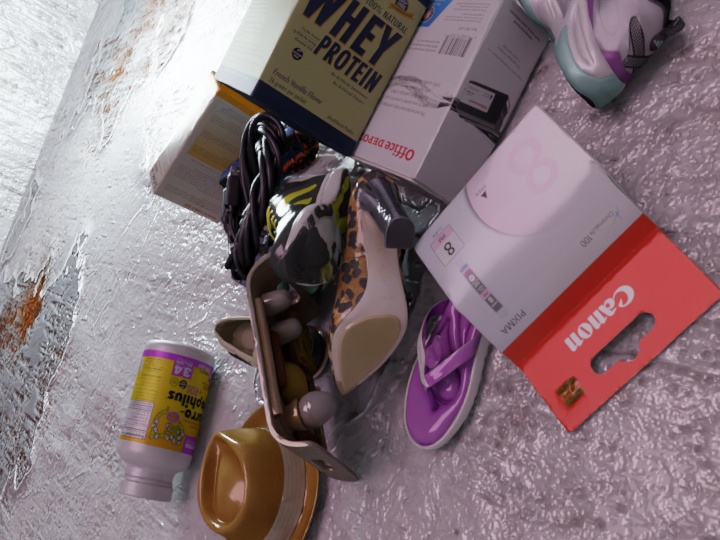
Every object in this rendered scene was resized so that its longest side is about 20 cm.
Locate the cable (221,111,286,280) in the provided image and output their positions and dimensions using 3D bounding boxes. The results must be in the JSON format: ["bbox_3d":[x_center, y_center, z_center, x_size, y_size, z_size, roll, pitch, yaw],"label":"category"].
[{"bbox_3d":[-0.124,-0.084,0.841,0.163,0.050,0.205,-48,35,49],"label":"cable"}]

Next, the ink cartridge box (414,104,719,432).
[{"bbox_3d":[0.152,-0.005,0.569,0.163,0.056,0.202,-48,52,21],"label":"ink cartridge box"}]

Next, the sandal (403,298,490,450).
[{"bbox_3d":[0.082,0.062,0.663,0.082,0.049,0.207,18,83,53],"label":"sandal"}]

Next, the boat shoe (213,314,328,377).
[{"bbox_3d":[-0.113,0.090,0.883,0.197,0.062,0.073,7,73,51],"label":"boat shoe"}]

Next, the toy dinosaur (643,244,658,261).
[{"bbox_3d":[0.169,-0.054,0.632,0.196,0.060,0.110,-2,79,38],"label":"toy dinosaur"}]

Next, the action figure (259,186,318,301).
[{"bbox_3d":[-0.090,-0.043,0.888,0.119,0.054,0.202,-51,35,23],"label":"action figure"}]

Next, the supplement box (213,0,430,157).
[{"bbox_3d":[-0.051,-0.269,0.824,0.203,0.132,0.200,-61,30,6],"label":"supplement box"}]

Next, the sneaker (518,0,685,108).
[{"bbox_3d":[0.226,-0.260,0.650,0.139,0.077,0.204,-39,53,29],"label":"sneaker"}]

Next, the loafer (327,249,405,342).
[{"bbox_3d":[0.000,0.000,0.766,0.069,0.073,0.206,1,70,27],"label":"loafer"}]

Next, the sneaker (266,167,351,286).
[{"bbox_3d":[-0.061,-0.040,0.724,0.082,0.076,0.201,-6,24,16],"label":"sneaker"}]

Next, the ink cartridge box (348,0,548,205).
[{"bbox_3d":[0.087,-0.184,0.764,0.144,0.083,0.204,32,95,55],"label":"ink cartridge box"}]

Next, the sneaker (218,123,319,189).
[{"bbox_3d":[-0.132,-0.167,1.053,0.197,0.075,0.080,-25,43,32],"label":"sneaker"}]

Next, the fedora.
[{"bbox_3d":[-0.127,0.239,0.800,0.198,0.081,0.206,-29,49,39],"label":"fedora"}]

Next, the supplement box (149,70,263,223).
[{"bbox_3d":[-0.232,-0.192,1.134,0.201,0.124,0.074,-51,40,18],"label":"supplement box"}]

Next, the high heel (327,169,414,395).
[{"bbox_3d":[0.002,0.008,0.711,0.143,0.069,0.205,-113,37,-60],"label":"high heel"}]

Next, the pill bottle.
[{"bbox_3d":[-0.271,0.207,0.981,0.103,0.103,0.206,-9,64,48],"label":"pill bottle"}]

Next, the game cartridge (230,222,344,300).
[{"bbox_3d":[-0.103,-0.023,0.958,0.198,0.038,0.133,22,92,54],"label":"game cartridge"}]

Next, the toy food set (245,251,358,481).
[{"bbox_3d":[-0.051,0.100,0.719,0.059,0.144,0.205,-19,60,9],"label":"toy food set"}]
